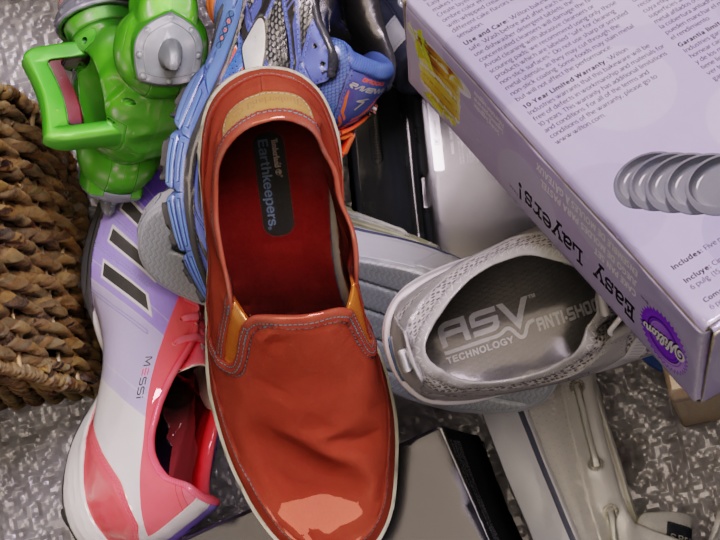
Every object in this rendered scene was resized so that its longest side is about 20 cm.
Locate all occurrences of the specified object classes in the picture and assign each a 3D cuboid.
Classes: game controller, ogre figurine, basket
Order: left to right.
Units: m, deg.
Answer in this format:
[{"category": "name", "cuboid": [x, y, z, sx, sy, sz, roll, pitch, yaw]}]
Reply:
[{"category": "basket", "cuboid": [-0.215, -0.007, 0.940, 0.148, 0.200, 0.144, -8, 82, 10]}, {"category": "ogre figurine", "cuboid": [-0.103, -0.106, 0.934, 0.200, 0.098, 0.121, -33, 55, 45]}, {"category": "game controller", "cuboid": [0.045, -0.063, 0.989, 0.104, 0.042, 0.201, -5, 81, -5]}]

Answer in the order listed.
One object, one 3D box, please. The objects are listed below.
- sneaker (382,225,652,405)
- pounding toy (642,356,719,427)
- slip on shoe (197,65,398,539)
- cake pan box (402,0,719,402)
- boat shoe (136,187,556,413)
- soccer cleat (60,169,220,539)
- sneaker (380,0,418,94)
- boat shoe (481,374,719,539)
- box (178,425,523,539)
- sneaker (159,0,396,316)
[{"category": "sneaker", "cuboid": [0.102, 0.006, 0.768, 0.199, 0.082, 0.075, -26, 92, 7]}, {"category": "pounding toy", "cuboid": [0.141, -0.036, 0.880, 0.141, 0.200, 0.185, -13, 80, 9]}, {"category": "slip on shoe", "cuboid": [-0.026, 0.023, 0.806, 0.074, 0.061, 0.201, -8, 103, -2]}, {"category": "cake pan box", "cuboid": [0.144, -0.072, 0.746, 0.199, 0.052, 0.184, -30, 58, -16]}, {"category": "boat shoe", "cuboid": [0.000, 0.000, 0.930, 0.199, 0.062, 0.072, 23, 126, 5]}, {"category": "soccer cleat", "cuboid": [-0.088, 0.034, 0.950, 0.073, 0.068, 0.201, -23, 49, 35]}, {"category": "sneaker", "cuboid": [0.008, -0.167, 0.903, 0.108, 0.201, 0.070, 28, 46, 25]}, {"category": "boat shoe", "cuboid": [0.127, 0.130, 0.930, 0.086, 0.075, 0.203, -23, 69, 4]}, {"category": "box", "cuboid": [-0.031, 0.142, 0.916, 0.199, 0.141, 0.079, -24, 78, 6]}, {"category": "sneaker", "cuboid": [-0.027, -0.070, 0.847, 0.078, 0.075, 0.201, 8, 94, 32]}]
